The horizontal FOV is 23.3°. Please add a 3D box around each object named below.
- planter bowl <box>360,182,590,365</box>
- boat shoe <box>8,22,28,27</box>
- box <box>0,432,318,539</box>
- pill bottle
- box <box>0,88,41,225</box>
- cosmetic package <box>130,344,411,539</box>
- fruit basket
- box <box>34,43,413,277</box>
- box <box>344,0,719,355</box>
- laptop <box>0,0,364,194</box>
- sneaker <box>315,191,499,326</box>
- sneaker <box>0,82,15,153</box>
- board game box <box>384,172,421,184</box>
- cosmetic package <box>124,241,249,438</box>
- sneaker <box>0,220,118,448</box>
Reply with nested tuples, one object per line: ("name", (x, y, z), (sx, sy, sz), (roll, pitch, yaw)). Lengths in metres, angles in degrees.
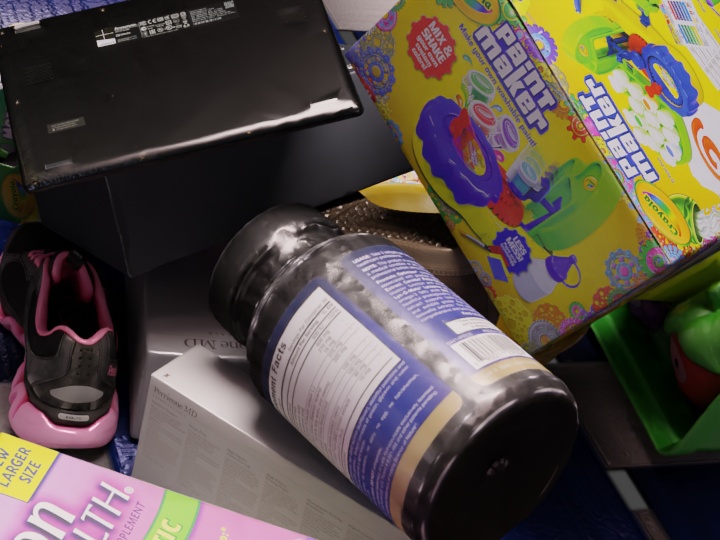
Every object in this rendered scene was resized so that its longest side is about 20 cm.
("planter bowl", (0.047, 0.030, 1.143), (0.200, 0.084, 0.201), (9, 34, -6))
("boat shoe", (-0.166, -0.116, 1.244), (0.200, 0.071, 0.063), (22, 30, -33))
("box", (-0.120, 0.192, 0.830), (0.199, 0.097, 0.176), (17, 34, 6))
("pill bottle", (0.011, 0.050, 0.928), (0.112, 0.112, 0.200), (-16, 44, -38))
("box", (-0.156, -0.082, 1.200), (0.199, 0.118, 0.048), (2, 41, -19))
("cosmetic package", (-0.032, 0.127, 0.972), (0.200, 0.083, 0.051), (30, 37, 21))
("fruit basket", (0.203, 0.005, 1.160), (0.215, 0.156, 0.216), (28, 25, -14))
("box", (-0.088, -0.077, 1.067), (0.200, 0.079, 0.141), (-22, 22, -25))
("box", (0.134, -0.090, 0.979), (0.192, 0.122, 0.200), (-23, 80, -43))
("laptop", (-0.110, -0.103, 1.027), (0.187, 0.116, 0.200), (-14, 51, -7))
("sneaker", (0.000, 0.000, 1.044), (0.070, 0.076, 0.200), (-26, 28, -37))
("sneaker", (-0.223, -0.136, 1.294), (0.200, 0.073, 0.071), (-11, 44, -33))
("board game box", (0.065, -0.037, 1.294), (0.200, 0.034, 0.134), (22, 34, 12))
("cosmetic package", (-0.096, 0.021, 1.114), (0.101, 0.071, 0.200), (6, 35, -14))
("sneaker", (-0.181, 0.017, 1.067), (0.079, 0.096, 0.200), (-1, 35, -19))
